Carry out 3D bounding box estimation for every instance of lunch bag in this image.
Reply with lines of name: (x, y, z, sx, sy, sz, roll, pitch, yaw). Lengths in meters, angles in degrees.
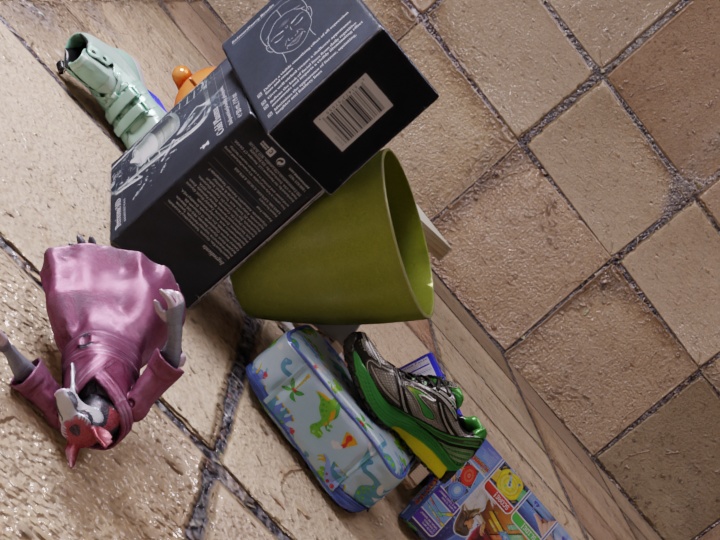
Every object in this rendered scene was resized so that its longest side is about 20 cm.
lunch bag: (-0.028, 0.156, 1.084, 0.201, 0.082, 0.161, 50, 9, 4)

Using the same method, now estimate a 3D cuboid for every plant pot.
plant pot: (-0.039, -0.016, 1.107, 0.187, 0.197, 0.190, -14, 90, -77)

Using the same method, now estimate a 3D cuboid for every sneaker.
sneaker: (0.056, 0.131, 1.073, 0.200, 0.085, 0.078, 46, 7, -22)
sneaker: (-0.305, -0.207, 1.239, 0.118, 0.074, 0.202, 23, 31, -56)

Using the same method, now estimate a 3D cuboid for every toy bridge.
toy bridge: (0.001, 0.178, 1.191, 0.201, 0.067, 0.027, 52, -26, 1)

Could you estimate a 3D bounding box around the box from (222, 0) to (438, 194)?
box: (-0.036, -0.204, 1.026, 0.107, 0.148, 0.201, 41, 14, -40)

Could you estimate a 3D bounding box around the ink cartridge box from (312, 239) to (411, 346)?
ink cartridge box: (0.000, 0.000, 1.291, 0.083, 0.147, 0.200, 36, 10, 1)

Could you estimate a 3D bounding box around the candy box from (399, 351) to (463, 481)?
candy box: (0.114, 0.238, 1.340, 0.201, 0.076, 0.171, -112, 180, -57)

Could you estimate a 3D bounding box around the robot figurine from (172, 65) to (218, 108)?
robot figurine: (-0.173, -0.185, 1.276, 0.200, 0.115, 0.146, 104, -20, -81)

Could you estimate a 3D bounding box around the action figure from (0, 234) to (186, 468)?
action figure: (-0.189, 0.068, 0.709, 0.201, 0.132, 0.151, -97, -169, -52)

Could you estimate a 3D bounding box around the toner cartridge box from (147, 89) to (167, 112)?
toner cartridge box: (-0.272, -0.175, 1.341, 0.201, 0.043, 0.095, 56, 11, 30)

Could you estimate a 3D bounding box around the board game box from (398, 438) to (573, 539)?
board game box: (0.158, 0.314, 1.197, 0.201, 0.135, 0.034, 49, -14, -10)

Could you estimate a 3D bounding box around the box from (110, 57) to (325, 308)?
box: (-0.161, -0.101, 1.094, 0.124, 0.196, 0.201, 43, 11, -29)

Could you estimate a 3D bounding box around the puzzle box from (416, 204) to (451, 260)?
puzzle box: (0.030, -0.105, 1.320, 0.200, 0.025, 0.133, 40, 11, -34)

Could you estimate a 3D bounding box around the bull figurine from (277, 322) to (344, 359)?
bull figurine: (-0.038, 0.101, 1.315, 0.122, 0.065, 0.200, 51, 8, 25)
